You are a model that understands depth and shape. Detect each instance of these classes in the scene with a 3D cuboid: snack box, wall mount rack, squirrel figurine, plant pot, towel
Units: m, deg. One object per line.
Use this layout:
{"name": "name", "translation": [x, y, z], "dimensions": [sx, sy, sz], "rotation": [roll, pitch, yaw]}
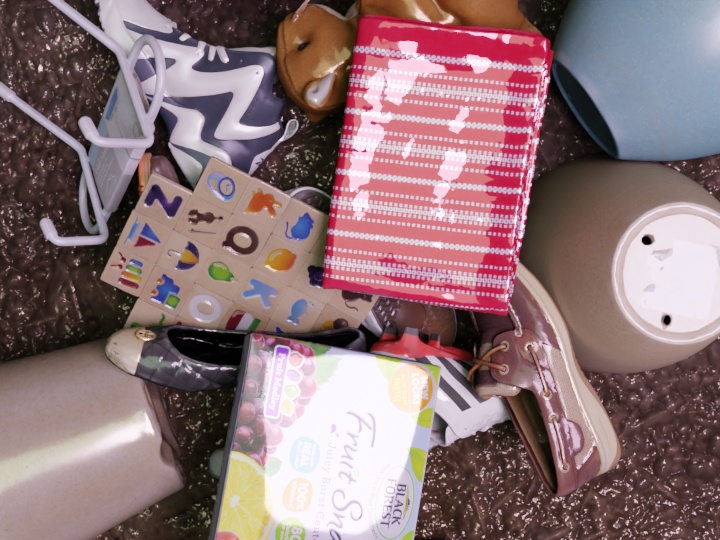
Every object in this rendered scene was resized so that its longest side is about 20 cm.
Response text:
{"name": "snack box", "translation": [-0.029, 0.155, 0.660], "dimensions": [0.141, 0.053, 0.202], "rotation": [11, 85, -12]}
{"name": "wall mount rack", "translation": [-0.226, -0.125, 0.732], "dimensions": [0.200, 0.074, 0.175], "rotation": [-52, 53, 40]}
{"name": "squirrel figurine", "translation": [0.037, -0.165, 0.726], "dimensions": [0.186, 0.142, 0.201], "rotation": [-35, 98, -5]}
{"name": "plant pot", "translation": [0.212, -0.001, 0.703], "dimensions": [0.185, 0.200, 0.190], "rotation": [0, 92, 0]}
{"name": "towel", "translation": [0.054, -0.076, 0.665], "dimensions": [0.143, 0.022, 0.203], "rotation": [9, 95, 2]}
{"name": "plant pot", "translation": [-0.245, 0.142, 0.736], "dimensions": [0.182, 0.200, 0.202], "rotation": [-21, 92, -10]}
{"name": "plant pot", "translation": [0.224, -0.161, 0.700], "dimensions": [0.134, 0.200, 0.201], "rotation": [-35, 91, 6]}

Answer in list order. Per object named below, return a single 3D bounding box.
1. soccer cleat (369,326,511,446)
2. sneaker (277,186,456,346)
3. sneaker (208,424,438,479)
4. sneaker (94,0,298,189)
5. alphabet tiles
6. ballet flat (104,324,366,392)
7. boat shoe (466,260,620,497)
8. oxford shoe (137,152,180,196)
{"name": "soccer cleat", "translation": [0.093, 0.104, 0.755], "dimensions": [0.198, 0.068, 0.086], "rotation": [15, 82, -22]}
{"name": "sneaker", "translation": [0.000, 0.000, 0.781], "dimensions": [0.200, 0.084, 0.073], "rotation": [44, 76, -21]}
{"name": "sneaker", "translation": [-0.033, 0.131, 0.784], "dimensions": [0.198, 0.070, 0.081], "rotation": [-12, 85, -5]}
{"name": "sneaker", "translation": [-0.122, -0.175, 0.763], "dimensions": [0.129, 0.079, 0.201], "rotation": [-29, 92, 1]}
{"name": "alphabet tiles", "translation": [-0.092, 0.010, 0.722], "dimensions": [0.198, 0.006, 0.167], "rotation": [26, 113, -14]}
{"name": "ballet flat", "translation": [-0.092, 0.058, 0.708], "dimensions": [0.198, 0.067, 0.057], "rotation": [5, 121, -13]}
{"name": "boat shoe", "translation": [0.117, 0.074, 0.698], "dimensions": [0.071, 0.072, 0.202], "rotation": [-26, 87, -24]}
{"name": "oxford shoe", "translation": [-0.125, -0.009, 0.767], "dimensions": [0.072, 0.071, 0.202], "rotation": [-20, 110, 1]}
